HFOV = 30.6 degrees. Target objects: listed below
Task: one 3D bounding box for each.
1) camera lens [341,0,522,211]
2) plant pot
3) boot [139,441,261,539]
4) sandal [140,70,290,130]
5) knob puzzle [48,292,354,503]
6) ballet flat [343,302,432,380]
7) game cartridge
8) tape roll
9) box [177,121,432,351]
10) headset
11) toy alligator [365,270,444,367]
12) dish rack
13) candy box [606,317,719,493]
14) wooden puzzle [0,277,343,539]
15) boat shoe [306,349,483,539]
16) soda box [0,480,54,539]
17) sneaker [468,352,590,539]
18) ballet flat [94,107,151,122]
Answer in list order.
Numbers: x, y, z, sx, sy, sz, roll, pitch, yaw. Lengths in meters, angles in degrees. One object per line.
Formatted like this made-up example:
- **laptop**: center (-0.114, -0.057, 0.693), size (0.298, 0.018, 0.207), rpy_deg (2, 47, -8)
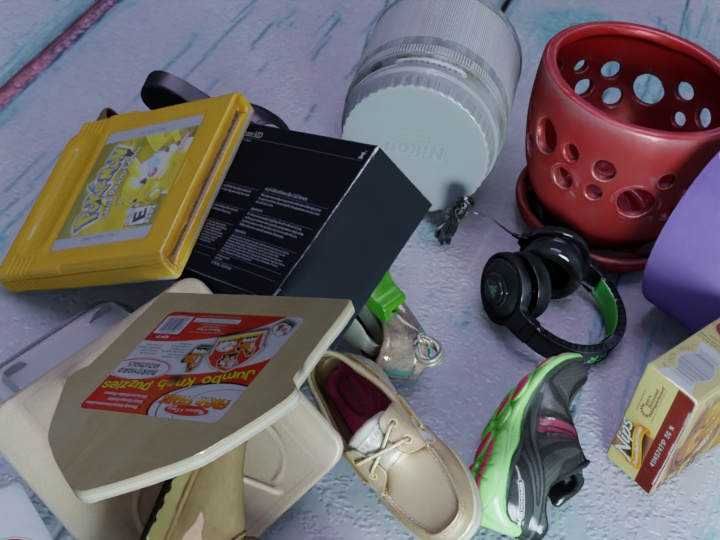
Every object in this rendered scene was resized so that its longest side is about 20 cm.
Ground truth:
- **camera lens**: center (0.072, -0.175, 1.305), size (0.159, 0.160, 0.200), rpy_deg (16, 42, 3)
- **plant pot**: center (0.250, -0.116, 1.271), size (0.199, 0.183, 0.201), rpy_deg (7, 43, -7)
- **boot**: center (-0.048, 0.199, 0.887), size (0.199, 0.066, 0.176), rpy_deg (28, 66, -8)
- **sandal**: center (-0.109, -0.135, 1.236), size (0.200, 0.075, 0.048), rpy_deg (33, 64, -16)
- **knob puzzle**: center (-0.118, 0.086, 0.864), size (0.219, 0.031, 0.220), rpy_deg (-16, 29, 9)
- **ballet flat**: center (-0.007, 0.015, 1.144), size (0.067, 0.068, 0.200), rpy_deg (-6, 44, -32)
- **game cartridge**: center (-0.199, -0.065, 1.097), size (0.199, 0.032, 0.177), rpy_deg (-4, 51, 35)
- **tape roll**: center (0.351, -0.031, 1.193), size (0.200, 0.201, 0.085), rpy_deg (-29, 57, -37)
- **box**: center (-0.061, -0.033, 1.031), size (0.200, 0.079, 0.141), rpy_deg (18, 72, 52)
- **headset**: center (0.152, 0.011, 1.210), size (0.200, 0.094, 0.123), rpy_deg (48, 46, 13)
- **toy alligator**: center (0.000, 0.000, 1.090), size (0.059, 0.054, 0.200), rpy_deg (-34, 61, -26)
- **dish rack**: center (-0.186, 0.103, 1.023), size (0.200, 0.044, 0.171), rpy_deg (34, 45, 21)
- **candy box**: center (0.303, 0.093, 1.107), size (0.199, 0.116, 0.055), rpy_deg (-25, 55, -35)
- **wooden puzzle**: center (-0.138, 0.126, 0.951), size (0.185, 0.046, 0.200), rpy_deg (47, 54, 6)
- **boat shoe**: center (0.016, 0.133, 1.007), size (0.069, 0.074, 0.200), rpy_deg (33, 10, -48)
- **soda box**: center (-0.212, 0.237, 0.855), size (0.068, 0.064, 0.200), rpy_deg (-18, 51, -31)
- **sneaker**: center (0.143, 0.144, 1.057), size (0.084, 0.077, 0.200), rpy_deg (37, 46, -2)
- **ballet flat**: center (-0.170, -0.108, 1.206), size (0.199, 0.073, 0.068), rpy_deg (18, 5, 27)
